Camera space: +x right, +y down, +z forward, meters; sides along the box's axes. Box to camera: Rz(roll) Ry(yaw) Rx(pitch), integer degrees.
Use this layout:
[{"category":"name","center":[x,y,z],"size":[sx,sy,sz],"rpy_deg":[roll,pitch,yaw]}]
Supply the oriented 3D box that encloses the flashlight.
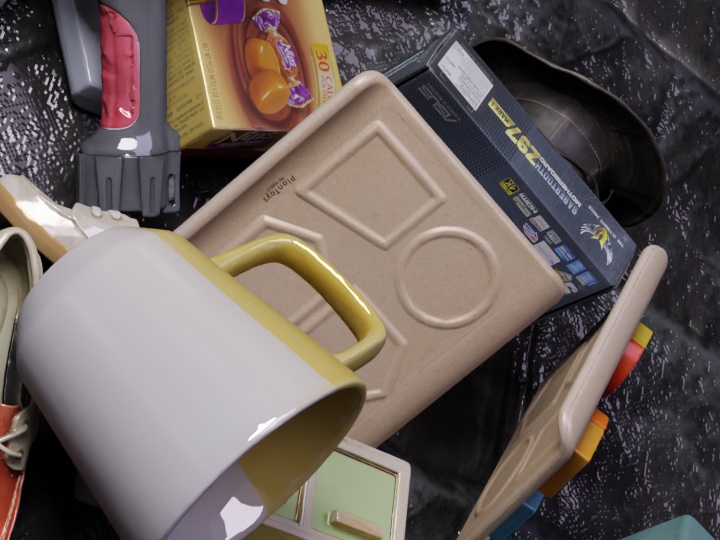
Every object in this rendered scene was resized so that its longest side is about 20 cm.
[{"category":"flashlight","center":[-0.147,-0.133,1.014],"size":[0.068,0.068,0.200],"rpy_deg":[-18,114,-58]}]

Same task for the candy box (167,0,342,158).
[{"category":"candy box","center":[-0.084,-0.173,1.098],"size":[0.117,0.056,0.200],"rpy_deg":[-1,74,-42]}]

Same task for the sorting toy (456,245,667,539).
[{"category":"sorting toy","center":[0.136,0.099,1.131],"size":[0.036,0.200,0.185],"rpy_deg":[32,49,3]}]

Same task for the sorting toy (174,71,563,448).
[{"category":"sorting toy","center":[0.000,0.000,1.071],"size":[0.200,0.185,0.036],"rpy_deg":[47,11,-19]}]

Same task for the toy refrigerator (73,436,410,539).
[{"category":"toy refrigerator","center":[-0.065,0.125,1.023],"size":[0.200,0.070,0.076],"rpy_deg":[27,56,-31]}]

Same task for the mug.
[{"category":"mug","center":[-0.093,0.057,0.910],"size":[0.153,0.149,0.187],"rpy_deg":[45,20,16]}]

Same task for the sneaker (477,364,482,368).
[{"category":"sneaker","center":[0.016,0.001,1.148],"size":[0.200,0.072,0.073],"rpy_deg":[38,55,-25]}]

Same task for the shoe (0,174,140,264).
[{"category":"shoe","center":[-0.132,0.000,1.005],"size":[0.200,0.070,0.053],"rpy_deg":[39,84,-20]}]

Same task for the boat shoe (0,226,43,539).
[{"category":"boat shoe","center":[-0.206,0.074,0.925],"size":[0.071,0.063,0.200],"rpy_deg":[18,62,-37]}]

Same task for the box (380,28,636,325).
[{"category":"box","center":[0.065,-0.048,1.151],"size":[0.200,0.158,0.051],"rpy_deg":[49,48,-15]}]

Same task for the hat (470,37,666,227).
[{"category":"hat","center":[0.118,-0.069,1.199],"size":[0.201,0.201,0.081],"rpy_deg":[43,68,-19]}]

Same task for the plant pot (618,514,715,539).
[{"category":"plant pot","center":[0.200,0.277,1.149],"size":[0.141,0.141,0.200],"rpy_deg":[46,41,-17]}]

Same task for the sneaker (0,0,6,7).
[{"category":"sneaker","center":[-0.223,-0.237,1.042],"size":[0.077,0.078,0.200],"rpy_deg":[28,47,-23]}]

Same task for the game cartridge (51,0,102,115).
[{"category":"game cartridge","center":[-0.113,-0.157,1.127],"size":[0.200,0.040,0.134],"rpy_deg":[-1,69,-42]}]
